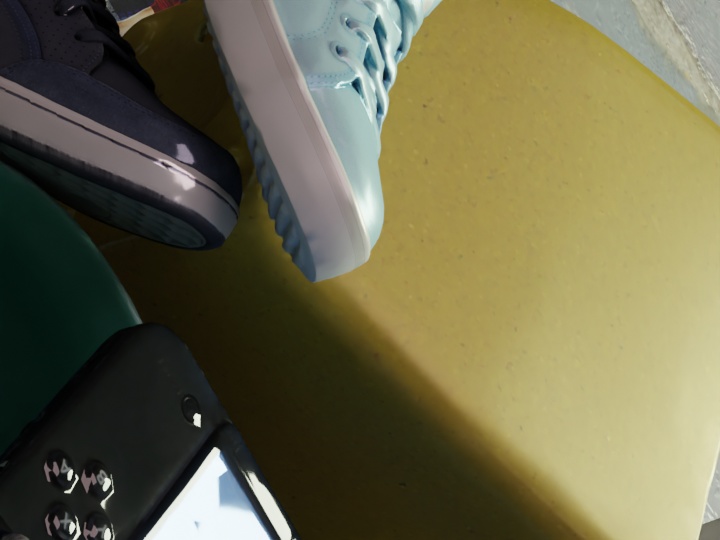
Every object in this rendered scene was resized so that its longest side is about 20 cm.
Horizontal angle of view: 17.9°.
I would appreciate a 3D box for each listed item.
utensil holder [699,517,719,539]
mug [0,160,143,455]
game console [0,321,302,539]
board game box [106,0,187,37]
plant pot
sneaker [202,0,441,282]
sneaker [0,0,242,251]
[{"bbox_3d":[0.153,0.188,0.943,0.170,0.200,0.171,37,41,-40],"label":"utensil holder"},{"bbox_3d":[-0.152,0.044,0.636,0.185,0.114,0.152,41,39,-36],"label":"mug"},{"bbox_3d":[-0.009,0.121,0.583,0.200,0.118,0.171,61,35,-17],"label":"game console"},{"bbox_3d":[-0.152,-0.149,0.825,0.201,0.062,0.200,63,31,-9],"label":"board game box"},{"bbox_3d":[0.000,0.000,0.802,0.200,0.194,0.196,43,51,-31],"label":"plant pot"},{"bbox_3d":[-0.005,-0.088,0.683,0.074,0.082,0.201,71,5,-54],"label":"sneaker"},{"bbox_3d":[-0.089,-0.104,0.684,0.202,0.146,0.077,31,-7,25],"label":"sneaker"}]
